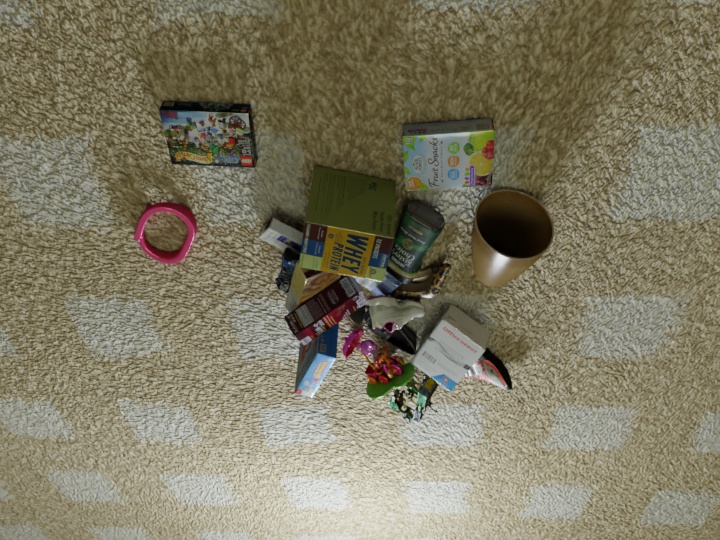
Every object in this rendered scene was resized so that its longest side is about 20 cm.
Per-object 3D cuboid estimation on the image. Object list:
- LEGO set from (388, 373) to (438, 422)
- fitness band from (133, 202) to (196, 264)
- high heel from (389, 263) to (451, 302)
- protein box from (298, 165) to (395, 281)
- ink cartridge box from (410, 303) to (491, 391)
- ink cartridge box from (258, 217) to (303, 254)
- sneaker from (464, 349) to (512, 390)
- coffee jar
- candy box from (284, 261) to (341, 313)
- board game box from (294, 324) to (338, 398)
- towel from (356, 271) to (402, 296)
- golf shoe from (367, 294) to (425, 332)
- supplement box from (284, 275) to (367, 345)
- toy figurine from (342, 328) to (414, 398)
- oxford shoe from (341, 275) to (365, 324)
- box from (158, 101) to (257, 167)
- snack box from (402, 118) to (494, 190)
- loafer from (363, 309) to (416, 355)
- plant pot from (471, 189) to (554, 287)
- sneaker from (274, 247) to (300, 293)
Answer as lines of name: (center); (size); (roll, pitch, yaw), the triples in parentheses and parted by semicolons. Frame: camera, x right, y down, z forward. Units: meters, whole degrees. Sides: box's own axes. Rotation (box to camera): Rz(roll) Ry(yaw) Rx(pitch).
LEGO set: (0.172, 0.364, 1.932); (0.151, 0.116, 0.204); (21, 136, 27)
fitness band: (-0.494, -0.095, 1.581); (0.141, 0.038, 0.201); (23, 132, -17)
high heel: (0.135, 0.022, 1.611); (0.139, 0.073, 0.200); (20, 141, -22)
protein box: (-0.028, -0.107, 1.418); (0.194, 0.202, 0.137); (10, 135, -5)
ink cartridge box: (0.253, 0.217, 1.746); (0.143, 0.084, 0.202); (35, 130, 4)
ink cartridge box: (-0.153, -0.063, 1.558); (0.197, 0.038, 0.094); (30, 157, -19)
sneaker: (0.363, 0.300, 1.861); (0.106, 0.068, 0.201); (-29, 121, 29)
coffee jar: (0.122, -0.063, 1.518); (0.103, 0.086, 0.203); (29, 132, 6)
candy box: (-0.114, 0.035, 1.533); (0.113, 0.056, 0.202); (-22, 155, -28)
board game box: (-0.119, 0.210, 1.723); (0.054, 0.204, 0.198); (17, 134, -14)
towel: (0.000, 0.000, 1.573); (0.197, 0.024, 0.147); (34, 155, -7)
golf shoe: (0.094, 0.117, 1.616); (0.196, 0.095, 0.074); (10, 163, -40)
supplement box: (-0.083, 0.097, 1.546); (0.197, 0.062, 0.109); (-33, 160, -2)
toy figurine: (0.033, 0.250, 1.788); (0.184, 0.152, 0.198); (46, 148, -21)
oxford shoe: (-0.048, 0.071, 1.694); (0.070, 0.072, 0.202); (8, 144, 40)
box: (-0.331, -0.298, 1.375); (0.193, 0.038, 0.139); (3, 133, 2)
snack box: (0.192, -0.251, 1.366); (0.193, 0.054, 0.145); (-2, 132, 7)
loafer: (0.090, 0.174, 1.755); (0.198, 0.064, 0.072); (33, 120, -31)
plant pot: (0.336, -0.054, 1.474); (0.180, 0.191, 0.202); (6, 149, -1)
sneaker: (-0.169, 0.013, 1.564); (0.078, 0.090, 0.201); (33, 164, 15)
